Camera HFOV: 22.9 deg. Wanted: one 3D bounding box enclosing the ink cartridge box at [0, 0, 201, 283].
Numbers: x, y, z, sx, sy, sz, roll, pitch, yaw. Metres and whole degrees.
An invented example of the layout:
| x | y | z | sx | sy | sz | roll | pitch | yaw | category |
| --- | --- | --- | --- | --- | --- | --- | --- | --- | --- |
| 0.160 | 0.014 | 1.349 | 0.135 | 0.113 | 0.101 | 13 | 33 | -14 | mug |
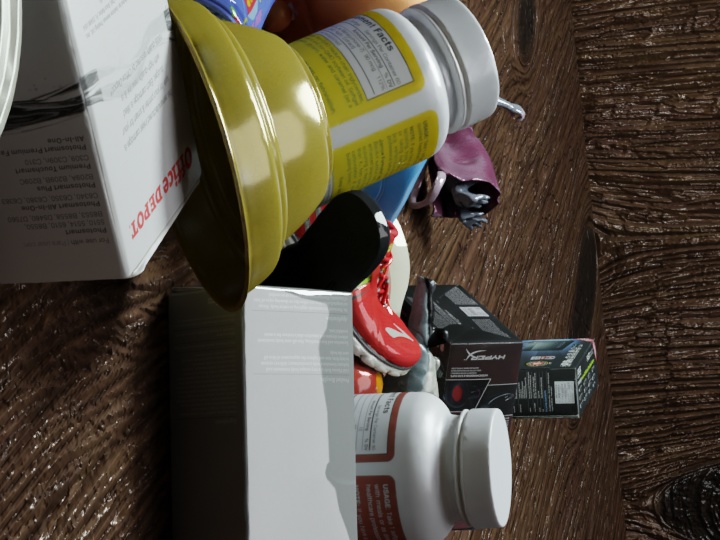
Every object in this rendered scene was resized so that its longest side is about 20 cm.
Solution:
| x | y | z | sx | sy | sz | roll | pitch | yaw | category |
| --- | --- | --- | --- | --- | --- | --- | --- | --- | --- |
| -0.158 | -0.112 | 0.949 | 0.146 | 0.083 | 0.202 | -65 | 150 | -62 | ink cartridge box |

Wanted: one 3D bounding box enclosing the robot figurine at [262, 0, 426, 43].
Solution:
| x | y | z | sx | sy | sz | roll | pitch | yaw | category |
| --- | --- | --- | --- | --- | --- | --- | --- | --- | --- |
| -0.008 | -0.210 | 1.389 | 0.200 | 0.143 | 0.118 | -6 | -120 | 68 | robot figurine |

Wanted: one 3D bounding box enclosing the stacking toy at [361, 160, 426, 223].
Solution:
| x | y | z | sx | sy | sz | roll | pitch | yaw | category |
| --- | --- | --- | --- | --- | --- | --- | --- | --- | --- |
| -0.013 | -0.123 | 1.485 | 0.201 | 0.109 | 0.117 | -91 | -154 | -58 | stacking toy |

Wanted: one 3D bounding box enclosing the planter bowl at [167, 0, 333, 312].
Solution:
| x | y | z | sx | sy | sz | roll | pitch | yaw | category |
| --- | --- | --- | --- | --- | --- | --- | --- | --- | --- |
| -0.071 | -0.083 | 1.086 | 0.201 | 0.083 | 0.202 | 55 | -25 | 41 | planter bowl |

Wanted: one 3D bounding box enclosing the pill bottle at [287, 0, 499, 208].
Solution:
| x | y | z | sx | sy | sz | roll | pitch | yaw | category |
| --- | --- | --- | --- | --- | --- | --- | --- | --- | --- |
| -0.008 | -0.116 | 1.263 | 0.115 | 0.199 | 0.115 | 52 | -24 | 34 | pill bottle |

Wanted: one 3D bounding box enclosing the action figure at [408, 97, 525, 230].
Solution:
| x | y | z | sx | sy | sz | roll | pitch | yaw | category |
| --- | --- | --- | --- | --- | --- | --- | --- | --- | --- |
| 0.092 | -0.149 | 1.957 | 0.148 | 0.134 | 0.202 | 0 | 70 | -33 | action figure |

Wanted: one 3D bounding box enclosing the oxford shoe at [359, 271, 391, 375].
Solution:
| x | y | z | sx | sy | sz | roll | pitch | yaw | category |
| --- | --- | --- | --- | --- | --- | --- | --- | --- | --- |
| -0.015 | 0.038 | 1.501 | 0.074 | 0.070 | 0.202 | -44 | 128 | -64 | oxford shoe |

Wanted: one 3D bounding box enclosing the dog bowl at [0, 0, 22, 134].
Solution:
| x | y | z | sx | sy | sz | roll | pitch | yaw | category |
| --- | --- | --- | --- | --- | --- | --- | --- | --- | --- |
| -0.217 | -0.130 | 0.750 | 0.200 | 0.073 | 0.202 | -3 | 90 | -76 | dog bowl |

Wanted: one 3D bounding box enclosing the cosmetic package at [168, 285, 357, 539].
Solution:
| x | y | z | sx | sy | sz | roll | pitch | yaw | category |
| --- | --- | --- | --- | --- | --- | --- | --- | --- | --- |
| -0.065 | 0.113 | 1.193 | 0.106 | 0.090 | 0.202 | 7 | 82 | -44 | cosmetic package |

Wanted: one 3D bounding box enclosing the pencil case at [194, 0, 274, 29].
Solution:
| x | y | z | sx | sy | sz | roll | pitch | yaw | category |
| --- | --- | --- | --- | --- | --- | --- | --- | --- | --- |
| -0.092 | -0.195 | 1.226 | 0.087 | 0.078 | 0.201 | 47 | 32 | -21 | pencil case |

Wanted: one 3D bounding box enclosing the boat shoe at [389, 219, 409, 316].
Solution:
| x | y | z | sx | sy | sz | roll | pitch | yaw | category |
| --- | --- | --- | --- | --- | --- | --- | --- | --- | --- |
| 0.005 | 0.037 | 1.594 | 0.062 | 0.071 | 0.202 | -3 | -87 | 63 | boat shoe |

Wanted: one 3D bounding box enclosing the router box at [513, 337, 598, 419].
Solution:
| x | y | z | sx | sy | sz | roll | pitch | yaw | category |
| --- | --- | --- | --- | --- | --- | --- | --- | --- | --- |
| 0.200 | 0.129 | 2.138 | 0.200 | 0.148 | 0.063 | -30 | 115 | -74 | router box |

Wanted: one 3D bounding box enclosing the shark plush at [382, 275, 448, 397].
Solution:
| x | y | z | sx | sy | sz | roll | pitch | yaw | category |
| --- | --- | --- | --- | --- | --- | --- | --- | --- | --- |
| 0.026 | 0.107 | 1.479 | 0.201 | 0.083 | 0.091 | -65 | -155 | 16 | shark plush |

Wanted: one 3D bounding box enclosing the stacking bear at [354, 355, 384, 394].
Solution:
| x | y | z | sx | sy | sz | roll | pitch | yaw | category |
| --- | --- | --- | --- | --- | --- | --- | --- | --- | --- |
| -0.010 | 0.156 | 1.417 | 0.121 | 0.113 | 0.202 | 43 | 34 | -82 | stacking bear |

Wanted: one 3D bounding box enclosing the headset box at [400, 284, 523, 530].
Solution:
| x | y | z | sx | sy | sz | roll | pitch | yaw | category |
| --- | --- | --- | --- | --- | --- | --- | --- | --- | --- |
| 0.074 | 0.132 | 1.616 | 0.149 | 0.074 | 0.202 | -134 | -133 | -61 | headset box |

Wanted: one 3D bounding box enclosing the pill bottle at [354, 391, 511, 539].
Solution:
| x | y | z | sx | sy | sz | roll | pitch | yaw | category |
| --- | --- | --- | --- | --- | --- | --- | --- | --- | --- |
| 0.006 | 0.146 | 1.293 | 0.112 | 0.198 | 0.113 | -3 | 90 | -75 | pill bottle |

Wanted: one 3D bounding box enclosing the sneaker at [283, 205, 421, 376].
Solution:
| x | y | z | sx | sy | sz | roll | pitch | yaw | category |
| --- | --- | --- | --- | --- | --- | --- | --- | --- | --- |
| 0.000 | 0.000 | 1.401 | 0.201 | 0.085 | 0.077 | 53 | 9 | -26 | sneaker |

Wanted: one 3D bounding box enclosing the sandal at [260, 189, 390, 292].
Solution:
| x | y | z | sx | sy | sz | roll | pitch | yaw | category |
| --- | --- | --- | --- | --- | --- | --- | --- | --- | --- |
| -0.046 | 0.015 | 1.275 | 0.045 | 0.200 | 0.075 | -22 | 69 | -41 | sandal |
